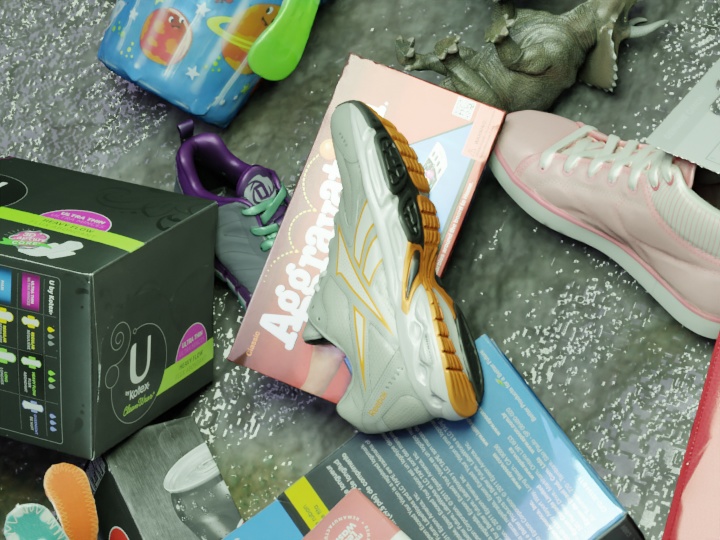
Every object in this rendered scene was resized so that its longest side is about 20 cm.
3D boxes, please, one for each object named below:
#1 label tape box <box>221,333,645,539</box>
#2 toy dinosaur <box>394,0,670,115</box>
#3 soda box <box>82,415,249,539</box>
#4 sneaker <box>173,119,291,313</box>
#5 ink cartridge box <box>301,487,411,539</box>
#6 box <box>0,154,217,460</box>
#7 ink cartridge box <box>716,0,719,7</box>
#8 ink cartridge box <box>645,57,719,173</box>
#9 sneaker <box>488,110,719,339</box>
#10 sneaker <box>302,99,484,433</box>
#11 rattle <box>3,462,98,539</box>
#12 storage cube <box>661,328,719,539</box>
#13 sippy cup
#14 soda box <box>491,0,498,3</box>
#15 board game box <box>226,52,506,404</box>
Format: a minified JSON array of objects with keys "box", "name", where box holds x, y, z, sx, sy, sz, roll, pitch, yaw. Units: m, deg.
[{"box":[0.042,0.157,1.384,0.200,0.063,0.144,-38,63,1],"name":"label tape box"},{"box":[0.086,-0.120,1.466,0.200,0.102,0.077,-32,36,19],"name":"toy dinosaur"},{"box":[-0.097,0.189,1.405,0.071,0.063,0.200,-13,60,-29],"name":"soda box"},{"box":[-0.050,-0.012,1.458,0.200,0.088,0.074,36,61,27],"name":"sneaker"},{"box":[0.030,0.229,1.282,0.116,0.068,0.200,-45,63,-7],"name":"ink cartridge box"},{"box":[-0.208,0.016,1.452,0.200,0.149,0.125,12,114,24],"name":"box"},{"box":[0.253,-0.261,1.465,0.145,0.085,0.200,-26,66,7],"name":"ink cartridge box"},{"box":[0.284,-0.060,1.350,0.200,0.057,0.163,20,43,26],"name":"ink cartridge box"},{"box":[0.165,-0.056,1.394,0.200,0.105,0.075,40,51,23],"name":"sneaker"},{"box":[0.000,0.000,1.376,0.092,0.076,0.200,-20,74,20],"name":"sneaker"},{"box":[-0.142,0.229,1.363,0.143,0.130,0.200,23,100,37],"name":"rattle"},{"box":[0.277,0.111,1.262,0.200,0.171,0.180,12,76,22],"name":"storage cube"},{"box":[-0.099,-0.168,1.528,0.139,0.178,0.131,30,92,-3],"name":"sippy cup"},{"box":[0.061,-0.243,1.479,0.063,0.068,0.200,-35,31,3],"name":"soda box"},{"box":[0.004,-0.020,1.422,0.103,0.019,0.200,21,88,7],"name":"board game box"}]
